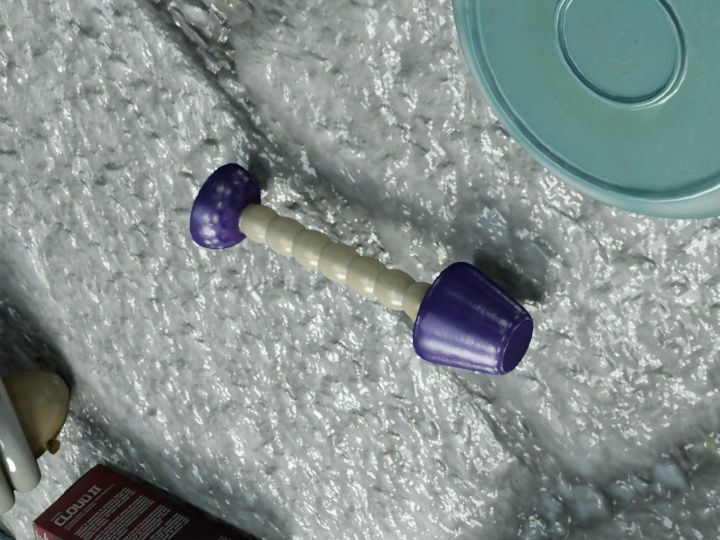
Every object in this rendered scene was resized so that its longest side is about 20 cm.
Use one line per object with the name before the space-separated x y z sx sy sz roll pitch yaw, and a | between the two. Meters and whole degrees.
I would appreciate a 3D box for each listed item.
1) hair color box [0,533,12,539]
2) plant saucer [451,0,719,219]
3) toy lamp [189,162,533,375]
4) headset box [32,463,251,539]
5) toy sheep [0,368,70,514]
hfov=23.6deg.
hair color box | -0.346 0.278 1.422 0.100 0.061 0.200 27 135 10
plant saucer | 0.119 -0.106 0.763 0.200 0.027 0.201 23 132 28
toy lamp | 0.000 0.000 0.923 0.200 0.058 0.058 25 134 25
headset box | -0.140 0.238 1.209 0.200 0.077 0.149 21 132 26
toy sheep | -0.294 0.121 1.183 0.138 0.200 0.138 159 90 -83
